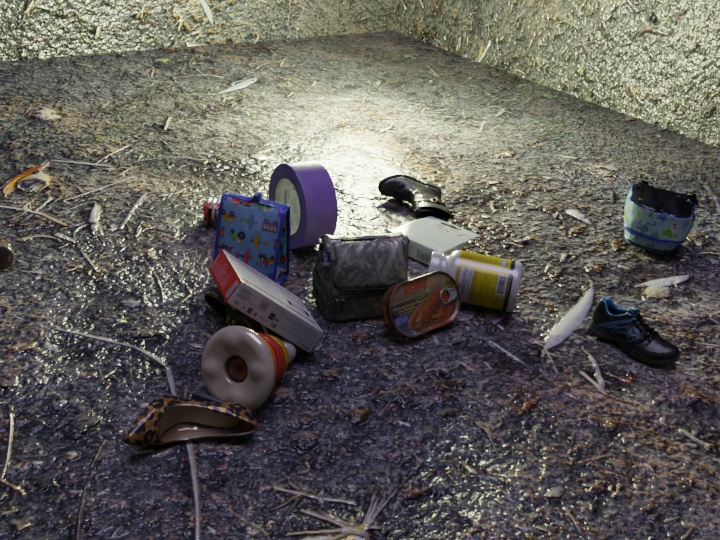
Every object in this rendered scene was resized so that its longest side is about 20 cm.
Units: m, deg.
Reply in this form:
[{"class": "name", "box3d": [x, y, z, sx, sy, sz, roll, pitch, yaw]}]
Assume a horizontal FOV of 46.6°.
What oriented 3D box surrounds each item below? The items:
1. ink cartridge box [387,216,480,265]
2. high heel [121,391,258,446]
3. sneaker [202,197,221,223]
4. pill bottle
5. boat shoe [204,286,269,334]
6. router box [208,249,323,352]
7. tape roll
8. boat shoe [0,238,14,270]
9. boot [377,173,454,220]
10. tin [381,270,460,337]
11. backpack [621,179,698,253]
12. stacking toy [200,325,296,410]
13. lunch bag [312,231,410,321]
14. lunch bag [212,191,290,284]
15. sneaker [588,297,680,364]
[{"class": "ink cartridge box", "box3d": [0.182, -0.074, 2.069, 0.159, 0.048, 0.199, 24, 27, 30]}, {"class": "high heel", "box3d": [-0.263, 0.247, 1.317, 0.141, 0.072, 0.199, 16, 19, 29]}, {"class": "sneaker", "box3d": [-0.323, -0.126, 2.016, 0.107, 0.068, 0.202, -3, 26, -16]}, {"class": "pill bottle", "box3d": [0.248, 0.018, 1.829, 0.198, 0.114, 0.113, 12, 28, 9]}, {"class": "boat shoe", "box3d": [-0.239, 0.092, 1.628, 0.060, 0.072, 0.201, -27, 42, -20]}, {"class": "router box", "box3d": [-0.180, 0.057, 1.589, 0.199, 0.049, 0.180, 34, 5, -28]}, {"class": "tape roll", "box3d": [-0.138, -0.156, 1.971, 0.084, 0.202, 0.200, -11, 33, -31]}, {"class": "boat shoe", "box3d": [-0.825, -0.039, 1.736, 0.198, 0.076, 0.072, 7, 22, -21]}, {"class": "boot", "box3d": [0.148, -0.192, 2.247, 0.198, 0.070, 0.175, 7, 27, -5]}, {"class": "tin", "box3d": [0.124, 0.068, 1.711, 0.199, 0.113, 0.042, -16, 8, -38]}, {"class": "backpack", "box3d": [0.780, -0.131, 2.197, 0.181, 0.148, 0.200, 17, 26, 17]}, {"class": "stacking toy", "box3d": [-0.177, 0.161, 1.486, 0.145, 0.148, 0.200, 19, 11, 21]}, {"class": "lunch bag", "box3d": [0.000, 0.000, 1.745, 0.198, 0.169, 0.140, -4, 29, -20]}, {"class": "lunch bag", "box3d": [-0.232, -0.073, 1.791, 0.149, 0.202, 0.094, 14, 29, 13]}, {"class": "sneaker", "box3d": [0.570, 0.128, 1.733, 0.199, 0.083, 0.073, 26, 31, 30]}]
